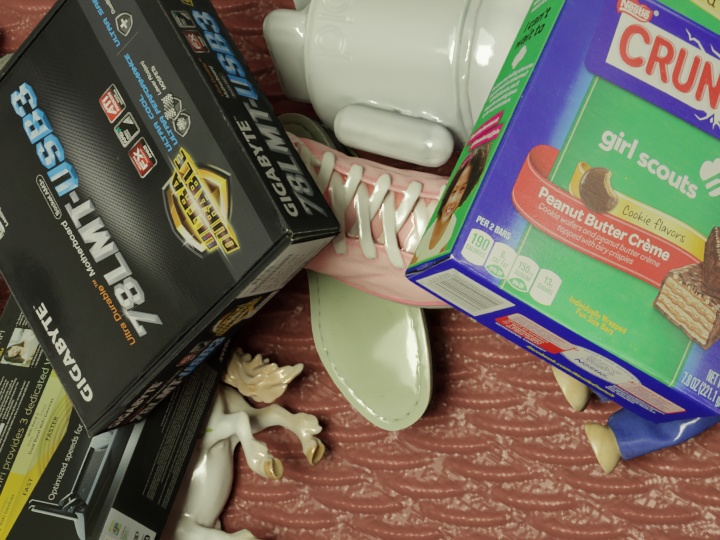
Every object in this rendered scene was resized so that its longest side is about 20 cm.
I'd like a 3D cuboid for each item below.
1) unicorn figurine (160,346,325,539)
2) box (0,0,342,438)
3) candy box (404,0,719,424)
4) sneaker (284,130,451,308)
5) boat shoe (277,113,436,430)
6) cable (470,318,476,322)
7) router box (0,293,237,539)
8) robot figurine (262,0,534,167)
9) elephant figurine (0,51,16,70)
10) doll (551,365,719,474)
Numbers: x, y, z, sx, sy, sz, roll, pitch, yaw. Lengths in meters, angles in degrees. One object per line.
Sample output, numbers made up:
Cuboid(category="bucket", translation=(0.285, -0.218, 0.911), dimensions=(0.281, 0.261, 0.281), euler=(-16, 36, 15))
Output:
Cuboid(category="unicorn figurine", translation=(-0.104, 0.140, 1.074), dimensions=(0.137, 0.074, 0.201), euler=(21, 80, 32))
Cuboid(category="box", translation=(-0.128, -0.045, 0.947), dimensions=(0.198, 0.050, 0.201), euler=(-41, 71, 33))
Cuboid(category="candy box", translation=(0.142, -0.048, 0.899), dimensions=(0.168, 0.077, 0.201), euler=(29, 73, -14))
Cuboid(category="sneaker", translation=(-0.007, -0.029, 0.955), dimensions=(0.199, 0.105, 0.076), euler=(14, 88, 22))
Cuboid(category="boat shoe", translation=(0.000, 0.000, 1.038), dimensions=(0.071, 0.060, 0.202), euler=(-27, 76, 19))
Cuboid(category="cable", translation=(0.128, -0.049, 0.984), dimensions=(0.097, 0.050, 0.201), euler=(40, 108, 53))
Cuboid(category="router box", translation=(-0.178, 0.106, 1.057), dimensions=(0.156, 0.052, 0.201), euler=(6, 67, 37))
Cuboid(category="robot figurine", translation=(0.045, -0.128, 1.000), dimensions=(0.199, 0.113, 0.170), euler=(9, 57, 23))
Cuboid(category="elephant figurine", translation=(-0.197, -0.069, 1.094), dimensions=(0.199, 0.141, 0.156), euler=(4, 108, 26))
Cuboid(category="doll", translation=(0.212, 0.041, 0.953), dimensions=(0.199, 0.048, 0.137), euler=(-31, 66, 12))
